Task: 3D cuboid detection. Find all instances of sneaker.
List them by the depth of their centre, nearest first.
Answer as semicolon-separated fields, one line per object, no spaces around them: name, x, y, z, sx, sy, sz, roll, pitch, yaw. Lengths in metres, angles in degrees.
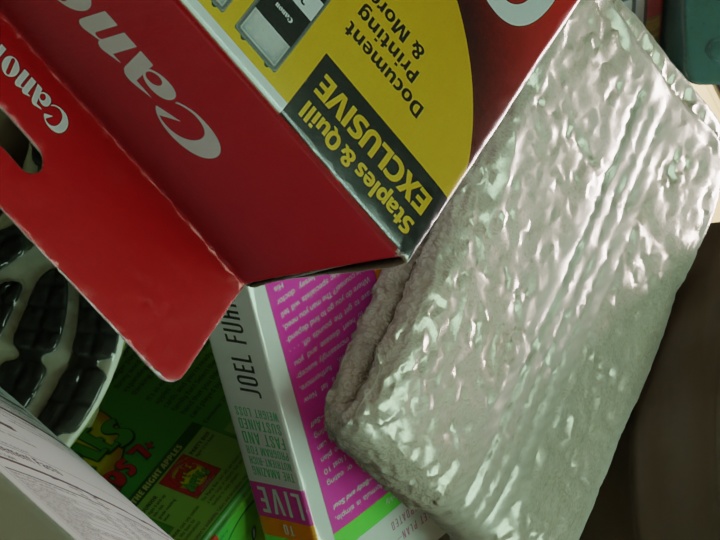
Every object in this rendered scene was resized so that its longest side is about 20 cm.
sneaker;-0.097;0.014;0.941;0.200;0.077;0.089;-59;164;-20

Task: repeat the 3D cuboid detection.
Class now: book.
book;0.000;0.000;0.951;0.134;0.048;0.201;-39;126;-41

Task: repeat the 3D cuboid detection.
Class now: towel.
towel;0.060;0.001;0.969;0.133;0.034;0.201;44;63;-42

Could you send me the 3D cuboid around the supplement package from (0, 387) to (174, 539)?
supplement package;-0.116;0.126;0.767;0.152;0.200;0.151;-51;156;0

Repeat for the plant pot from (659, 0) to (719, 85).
plant pot;0.175;-0.159;1.100;0.200;0.141;0.142;-75;162;-59

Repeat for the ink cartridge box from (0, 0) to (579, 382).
ink cartridge box;-0.049;-0.096;0.811;0.200;0.084;0.176;48;58;-23

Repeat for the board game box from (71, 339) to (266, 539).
board game box;-0.055;0.047;1.015;0.200;0.101;0.048;-51;150;-39

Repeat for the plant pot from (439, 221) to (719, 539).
plant pot;0.100;0.083;1.111;0.200;0.173;0.201;15;73;-61

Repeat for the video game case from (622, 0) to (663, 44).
video game case;0.047;-0.061;1.080;0.142;0.017;0.200;-16;144;-9
